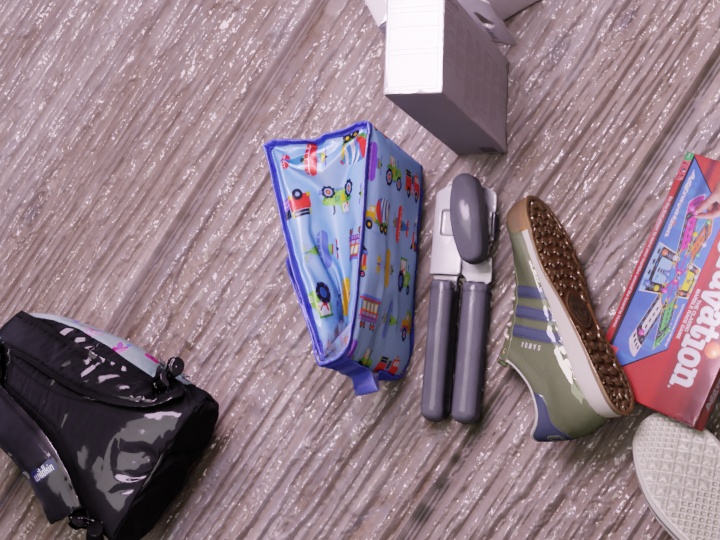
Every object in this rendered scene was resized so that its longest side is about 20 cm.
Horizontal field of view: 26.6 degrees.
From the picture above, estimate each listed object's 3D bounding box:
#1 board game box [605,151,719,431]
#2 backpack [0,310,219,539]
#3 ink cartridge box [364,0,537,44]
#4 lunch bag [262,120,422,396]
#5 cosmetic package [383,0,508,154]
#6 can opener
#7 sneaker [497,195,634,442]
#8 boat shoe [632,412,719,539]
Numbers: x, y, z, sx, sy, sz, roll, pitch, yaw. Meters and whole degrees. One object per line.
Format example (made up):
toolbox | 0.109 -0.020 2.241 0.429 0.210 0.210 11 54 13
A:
board game box | 0.261 0.014 1.190 0.103 0.019 0.201 23 89 38
backpack | -0.235 0.125 1.298 0.200 0.127 0.167 30 80 21
ink cartridge box | 0.053 -0.274 1.265 0.125 0.129 0.201 -29 73 12
lunch bag | 0.000 0.000 1.226 0.094 0.151 0.201 -10 78 17
cosmetic package | 0.070 -0.153 1.201 0.050 0.200 0.083 1 81 19
can opener | 0.076 0.022 1.241 0.053 0.067 0.201 3 82 20
sneaker | 0.139 0.044 1.215 0.090 0.067 0.201 -36 60 30
boat shoe | 0.269 0.194 1.151 0.074 0.062 0.200 -29 58 -4
